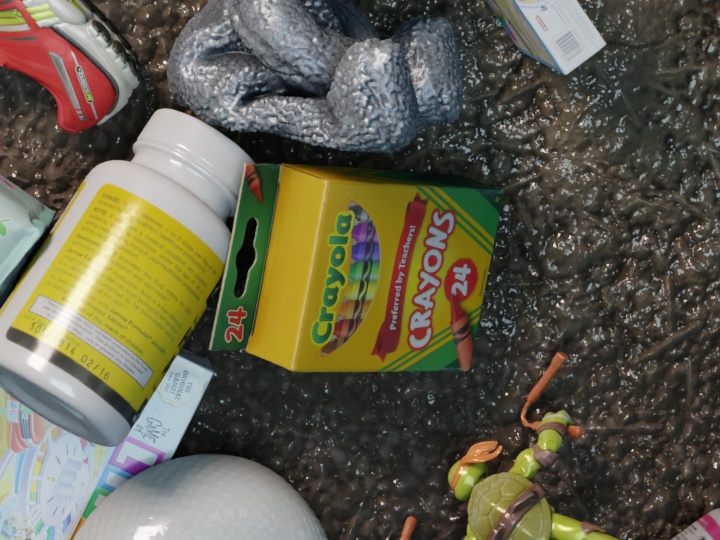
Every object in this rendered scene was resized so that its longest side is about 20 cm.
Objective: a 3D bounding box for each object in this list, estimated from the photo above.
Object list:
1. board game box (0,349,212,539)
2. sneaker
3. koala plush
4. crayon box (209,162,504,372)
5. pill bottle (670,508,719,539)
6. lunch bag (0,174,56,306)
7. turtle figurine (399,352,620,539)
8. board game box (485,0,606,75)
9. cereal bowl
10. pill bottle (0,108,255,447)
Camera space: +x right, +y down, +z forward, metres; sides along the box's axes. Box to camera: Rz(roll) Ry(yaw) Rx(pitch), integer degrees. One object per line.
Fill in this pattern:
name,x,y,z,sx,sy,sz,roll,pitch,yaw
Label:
board game box,-0.202,0.125,1.687,0.134,0.034,0.201,25,96,-13
sneaker,-0.230,-0.165,1.613,0.085,0.077,0.200,-43,104,7
koala plush,-0.030,-0.191,1.593,0.183,0.177,0.201,8,104,14
crayon box,0.000,0.000,1.642,0.199,0.051,0.128,1,104,-44
pill bottle,0.202,0.265,1.747,0.200,0.113,0.114,-36,104,0
lunch bag,-0.316,0.003,1.605,0.170,0.122,0.200,36,94,-6
turtle figurine,0.119,0.165,1.705,0.161,0.064,0.200,36,88,21
board game box,0.074,-0.222,1.618,0.034,0.134,0.200,-36,105,-1
cereal bowl,-0.100,0.229,1.680,0.199,0.083,0.201,-10,113,-24
pill bottle,-0.148,0.001,1.603,0.111,0.111,0.201,35,75,-14
